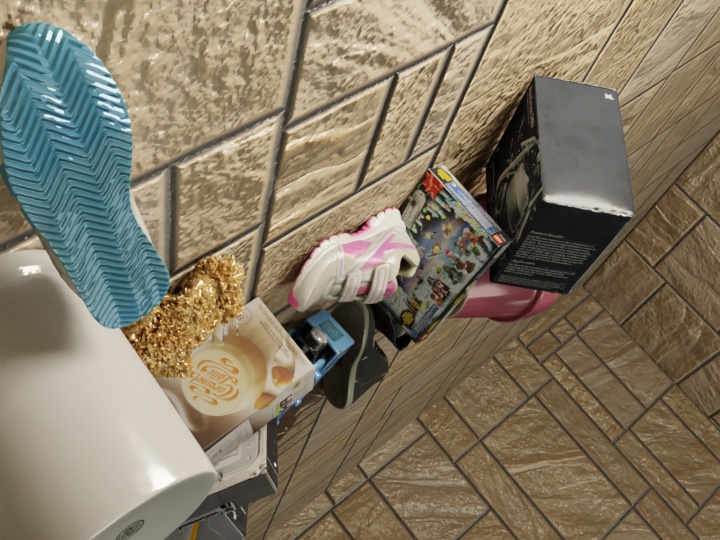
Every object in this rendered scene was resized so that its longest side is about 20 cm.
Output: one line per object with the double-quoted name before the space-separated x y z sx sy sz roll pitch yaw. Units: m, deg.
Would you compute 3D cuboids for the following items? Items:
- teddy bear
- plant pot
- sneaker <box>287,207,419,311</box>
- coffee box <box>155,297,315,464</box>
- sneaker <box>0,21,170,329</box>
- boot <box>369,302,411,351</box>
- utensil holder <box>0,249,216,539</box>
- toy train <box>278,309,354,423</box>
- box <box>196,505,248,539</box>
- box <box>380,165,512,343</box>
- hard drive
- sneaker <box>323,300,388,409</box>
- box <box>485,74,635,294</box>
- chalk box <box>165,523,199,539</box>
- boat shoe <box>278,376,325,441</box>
"teddy bear" -0.186 0.062 0.763 0.199 0.067 0.146 -27 156 -43
"plant pot" 0.175 -0.011 1.199 0.178 0.201 0.201 -13 150 -38
"sneaker" 0.000 0.000 0.991 0.199 0.088 0.082 -32 161 -30
"coffee box" -0.164 0.141 0.931 0.199 0.115 0.080 -36 163 -21
"sneaker" -0.176 -0.055 0.483 0.076 0.081 0.201 -30 141 -27
"boot" 0.056 0.048 1.227 0.074 0.097 0.200 -35 163 -22
"utensil holder" -0.221 0.115 0.578 0.169 0.200 0.170 -38 164 -13
"toy train" -0.100 0.148 1.155 0.200 0.087 0.114 -50 168 26
"box" -0.238 0.343 1.162 0.106 0.123 0.200 -40 -176 -5
"box" 0.091 -0.018 1.067 0.040 0.137 0.201 -18 152 -48
"hard drive" -0.170 0.218 0.988 0.139 0.038 0.200 -23 -154 5
"sneaker" 0.001 0.115 1.269 0.106 0.075 0.202 -27 140 -43
"box" 0.252 -0.107 1.058 0.123 0.202 0.197 9 149 -9
"chalk box" -0.318 0.329 0.986 0.125 0.198 0.125 26 80 -74
"boat shoe" -0.113 0.197 1.312 0.200 0.063 0.073 -45 138 3
